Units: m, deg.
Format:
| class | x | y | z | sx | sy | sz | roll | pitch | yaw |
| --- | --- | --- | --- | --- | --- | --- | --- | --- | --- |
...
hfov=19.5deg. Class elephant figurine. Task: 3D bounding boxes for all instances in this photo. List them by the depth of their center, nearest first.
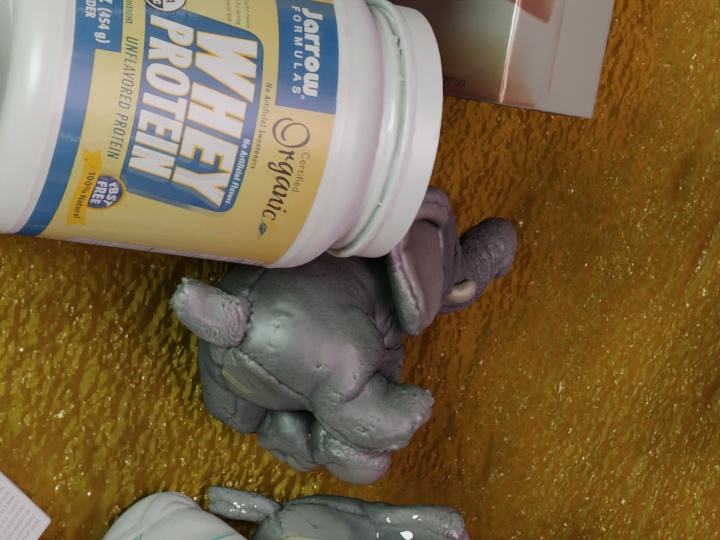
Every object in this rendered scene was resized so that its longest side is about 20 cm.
| class | x | y | z | sx | sy | sz | roll | pitch | yaw |
| --- | --- | --- | --- | --- | --- | --- | --- | --- | --- |
| elephant figurine | 0.000 | 0.000 | 1.128 | 0.200 | 0.141 | 0.155 | -60 | 177 | -25 |
| elephant figurine | 0.000 | 0.224 | 1.196 | 0.141 | 0.155 | 0.200 | -10 | 143 | -7 |

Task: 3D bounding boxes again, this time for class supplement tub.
| class | x | y | z | sx | sy | sz | roll | pitch | yaw |
| --- | --- | --- | --- | --- | --- | --- | --- | --- | --- |
| supplement tub | -0.077 | -0.078 | 0.969 | 0.200 | 0.145 | 0.145 | 7 | 97 | -22 |

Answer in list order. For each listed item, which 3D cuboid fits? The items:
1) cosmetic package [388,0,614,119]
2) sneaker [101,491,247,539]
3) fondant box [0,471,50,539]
| class | x | y | z | sx | sy | sz | roll | pitch | yaw |
| --- | --- | --- | --- | --- | --- | --- | --- | --- | --- |
| cosmetic package | 0.086 | -0.193 | 1.170 | 0.087 | 0.103 | 0.200 | 5 | 97 | -46 |
| sneaker | -0.135 | 0.194 | 1.080 | 0.200 | 0.080 | 0.070 | -43 | 130 | -26 |
| fondant box | -0.253 | 0.112 | 0.954 | 0.144 | 0.058 | 0.200 | -55 | 132 | -19 |
